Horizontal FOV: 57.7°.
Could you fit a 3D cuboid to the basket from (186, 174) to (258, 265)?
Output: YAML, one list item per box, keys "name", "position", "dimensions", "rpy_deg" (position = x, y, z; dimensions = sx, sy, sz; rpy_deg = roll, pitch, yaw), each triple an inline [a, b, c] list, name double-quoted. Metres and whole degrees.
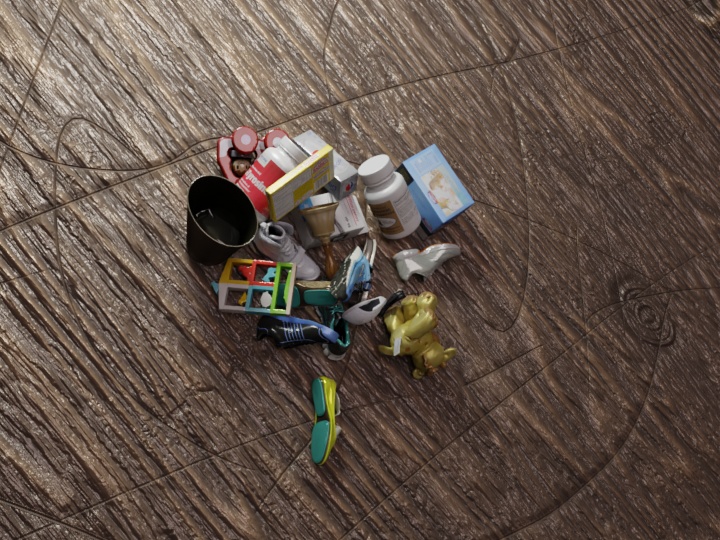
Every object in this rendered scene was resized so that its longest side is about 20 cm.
- name: "basket"
  position: [-0.333, -0.099, 1.500]
  dimensions: [0.136, 0.200, 0.181]
  rpy_deg: [-41, 90, -29]

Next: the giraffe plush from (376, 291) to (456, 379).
- name: "giraffe plush"
  position: [0.155, 0.180, 1.644]
  dimensions: [0.162, 0.171, 0.202]
  rpy_deg: [44, 48, -26]

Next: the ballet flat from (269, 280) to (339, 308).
- name: "ballet flat"
  position: [-0.136, 0.054, 1.586]
  dimensions: [0.197, 0.065, 0.072]
  rpy_deg: [6, 110, 15]

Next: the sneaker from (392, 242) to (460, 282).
- name: "sneaker"
  position: [0.184, -0.017, 1.766]
  dimensions: [0.197, 0.076, 0.094]
  rpy_deg: [-10, 83, -17]

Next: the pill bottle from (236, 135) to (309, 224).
- name: "pill bottle"
  position: [-0.215, -0.220, 1.577]
  dimensions: [0.112, 0.112, 0.200]
  rpy_deg: [41, 94, -4]

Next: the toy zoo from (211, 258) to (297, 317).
- name: "toy zoo"
  position: [-0.255, 0.038, 1.545]
  dimensions: [0.196, 0.021, 0.133]
  rpy_deg: [5, 66, 3]

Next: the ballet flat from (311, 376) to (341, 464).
- name: "ballet flat"
  position: [-0.076, 0.350, 1.530]
  dimensions: [0.066, 0.066, 0.203]
  rpy_deg: [15, 63, -40]

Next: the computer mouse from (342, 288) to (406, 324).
- name: "computer mouse"
  position: [0.030, 0.099, 1.594]
  dimensions: [0.199, 0.109, 0.044]
  rpy_deg: [-16, 73, -51]

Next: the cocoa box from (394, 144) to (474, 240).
- name: "cocoa box"
  position: [0.188, -0.214, 1.795]
  dimensions: [0.133, 0.131, 0.201]
  rpy_deg: [-32, 85, -28]

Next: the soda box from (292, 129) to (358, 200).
- name: "soda box"
  position: [-0.093, -0.276, 1.696]
  dimensions: [0.063, 0.069, 0.200]
  rpy_deg: [-32, 63, -27]

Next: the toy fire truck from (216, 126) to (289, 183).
- name: "toy fire truck"
  position: [-0.262, -0.267, 1.651]
  dimensions: [0.197, 0.112, 0.171]
  rpy_deg: [-1, 90, -21]

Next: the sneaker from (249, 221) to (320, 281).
- name: "sneaker"
  position: [-0.177, -0.047, 1.595]
  dimensions: [0.199, 0.115, 0.076]
  rpy_deg: [33, 63, -8]

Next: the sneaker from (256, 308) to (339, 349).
- name: "sneaker"
  position: [-0.150, 0.153, 1.539]
  dimensions: [0.197, 0.070, 0.079]
  rpy_deg: [14, 75, 15]

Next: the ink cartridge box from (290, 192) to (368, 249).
- name: "ink cartridge box"
  position: [-0.069, -0.140, 1.699]
  dimensions: [0.198, 0.067, 0.117]
  rpy_deg: [-17, 78, -26]

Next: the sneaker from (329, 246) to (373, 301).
- name: "sneaker"
  position: [-0.008, 0.017, 1.552]
  dimensions: [0.090, 0.078, 0.201]
  rpy_deg: [41, 30, -8]

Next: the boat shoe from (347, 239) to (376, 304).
- name: "boat shoe"
  position: [0.000, 0.000, 1.678]
  dimensions: [0.059, 0.072, 0.202]
  rpy_deg: [12, 59, -1]

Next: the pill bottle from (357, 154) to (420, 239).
- name: "pill bottle"
  position: [0.072, -0.192, 1.703]
  dimensions: [0.115, 0.113, 0.201]
  rpy_deg: [-48, 126, -29]

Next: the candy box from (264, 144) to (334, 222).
- name: "candy box"
  position: [-0.140, -0.207, 1.550]
  dimensions: [0.026, 0.103, 0.199]
  rpy_deg: [38, 64, 25]

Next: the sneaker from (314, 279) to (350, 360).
- name: "sneaker"
  position: [-0.060, 0.113, 1.600]
  dimensions: [0.076, 0.091, 0.203]
  rpy_deg: [-8, 75, -25]

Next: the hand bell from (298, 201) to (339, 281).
- name: "hand bell"
  position: [-0.081, -0.058, 1.601]
  dimensions: [0.103, 0.104, 0.203]
  rpy_deg: [-18, 102, -26]
